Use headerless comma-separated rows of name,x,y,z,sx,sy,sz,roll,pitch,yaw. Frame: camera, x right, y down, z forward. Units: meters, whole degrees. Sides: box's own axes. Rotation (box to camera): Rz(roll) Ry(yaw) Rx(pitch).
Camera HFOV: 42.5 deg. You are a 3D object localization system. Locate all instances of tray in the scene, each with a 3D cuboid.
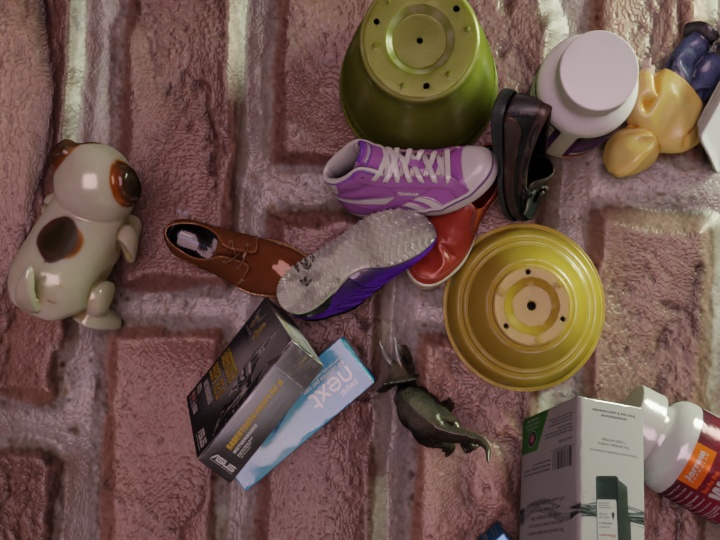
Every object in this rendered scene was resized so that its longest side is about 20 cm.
tray,0.448,-0.224,1.083,0.022,0.107,0.202,28,89,35

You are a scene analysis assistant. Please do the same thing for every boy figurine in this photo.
boy figurine,0.364,-0.189,1.096,0.123,0.064,0.201,34,92,-18

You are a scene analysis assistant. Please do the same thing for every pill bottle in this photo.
pill bottle,0.388,0.218,1.051,0.198,0.110,0.111,28,89,4
pill bottle,0.247,-0.197,1.035,0.109,0.200,0.114,0,87,3

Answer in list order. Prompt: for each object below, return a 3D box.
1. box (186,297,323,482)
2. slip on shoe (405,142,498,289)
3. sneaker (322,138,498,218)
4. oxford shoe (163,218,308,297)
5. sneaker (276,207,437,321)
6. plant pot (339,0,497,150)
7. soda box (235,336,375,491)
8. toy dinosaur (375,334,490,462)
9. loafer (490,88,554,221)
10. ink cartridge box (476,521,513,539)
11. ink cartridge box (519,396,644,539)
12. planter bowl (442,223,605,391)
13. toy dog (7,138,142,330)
box,-0.125,0.126,1.040,0.048,0.200,0.159,38,91,-18
slip on shoe,0.117,-0.069,1.099,0.074,0.061,0.201,35,88,18
sneaker,0.051,-0.112,1.052,0.197,0.114,0.074,-13,62,23
oxford shoe,-0.146,-0.013,1.114,0.196,0.071,0.073,15,86,2
sneaker,0.000,0.000,1.092,0.198,0.100,0.070,-27,66,0
plant pot,0.065,-0.234,1.051,0.196,0.193,0.205,0,87,4
soda box,-0.077,0.169,1.103,0.199,0.064,0.068,-40,86,0
toy dinosaur,0.076,0.170,1.061,0.102,0.200,0.077,34,102,-33
loafer,0.189,-0.117,1.037,0.062,0.201,0.073,14,62,25
ink cartridge box,0.125,0.408,1.076,0.199,0.068,0.116,-41,86,0
ink cartridge box,0.238,0.255,1.008,0.082,0.147,0.204,11,69,-13
planter bowl,0.196,0.042,1.084,0.196,0.083,0.205,0,87,4
toy dog,-0.331,-0.051,1.072,0.138,0.194,0.203,25,95,16
